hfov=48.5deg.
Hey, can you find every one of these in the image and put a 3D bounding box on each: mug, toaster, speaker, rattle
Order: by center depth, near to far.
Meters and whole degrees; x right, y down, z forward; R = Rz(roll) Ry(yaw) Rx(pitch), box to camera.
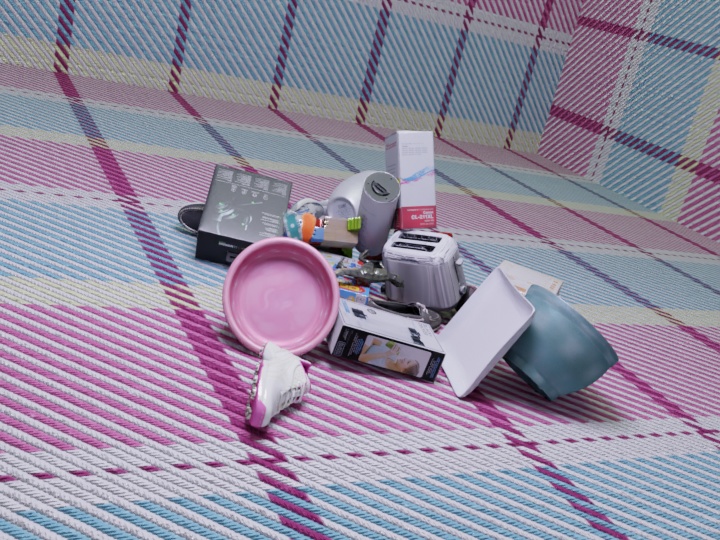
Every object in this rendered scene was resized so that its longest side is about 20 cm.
[{"bbox_3d":[-0.108,0.009,1.402,0.129,0.202,0.143,35,0,-31],"label":"rattle"},{"bbox_3d":[0.123,-0.003,1.658,0.196,0.132,0.114,9,35,30],"label":"toaster"},{"bbox_3d":[0.032,-0.118,1.713,0.079,0.201,0.083,4,57,-6],"label":"speaker"},{"bbox_3d":[-0.028,-0.168,2.068,0.196,0.151,0.175,2,18,29],"label":"mug"}]

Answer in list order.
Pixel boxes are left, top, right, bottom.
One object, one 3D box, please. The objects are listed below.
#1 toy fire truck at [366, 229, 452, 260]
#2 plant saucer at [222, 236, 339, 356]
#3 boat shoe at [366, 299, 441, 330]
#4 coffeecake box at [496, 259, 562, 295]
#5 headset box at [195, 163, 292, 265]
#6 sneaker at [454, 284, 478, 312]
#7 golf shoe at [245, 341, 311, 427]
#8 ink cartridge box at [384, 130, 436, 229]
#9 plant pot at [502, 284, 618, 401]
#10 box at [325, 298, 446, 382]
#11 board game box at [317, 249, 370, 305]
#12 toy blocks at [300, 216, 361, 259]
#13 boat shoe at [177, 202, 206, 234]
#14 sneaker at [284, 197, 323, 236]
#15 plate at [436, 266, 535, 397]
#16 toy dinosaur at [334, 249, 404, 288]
[{"bbox_3d":[0.122,-0.033,1.865,0.196,0.115,0.167,3,1,-25],"label":"toy fire truck"},{"bbox_3d":[-0.134,0.048,1.348,0.196,0.205,0.051,13,-14,-5],"label":"plant saucer"},{"bbox_3d":[0.088,0.086,1.564,0.197,0.058,0.067,0,24,-37],"label":"boat shoe"},{"bbox_3d":[0.370,0.054,1.838,0.151,0.075,0.200,21,20,17],"label":"coffeecake box"},{"bbox_3d":[-0.242,-0.102,1.667,0.170,0.094,0.203,12,51,-8],"label":"headset box"},{"bbox_3d":[0.222,0.090,1.634,0.113,0.077,0.199,-3,27,-34],"label":"sneaker"},{"bbox_3d":[-0.116,0.167,1.168,0.090,0.077,0.201,17,20,-5],"label":"golf shoe"},{"bbox_3d":[0.107,-0.192,1.726,0.081,0.205,0.146,-3,4,-9],"label":"ink cartridge box"},{"bbox_3d":[0.335,0.143,1.418,0.200,0.134,0.200,44,-3,3],"label":"plant pot"},{"bbox_3d":[0.039,0.119,1.392,0.196,0.061,0.117,18,18,-17],"label":"box"},{"bbox_3d":[-0.077,0.019,1.625,0.195,0.057,0.196,15,19,-2],"label":"board game box"},{"bbox_3d":[-0.085,-0.073,1.744,0.133,0.102,0.200,6,-13,-12],"label":"toy blocks"},{"bbox_3d":[-0.306,-0.092,1.744,0.196,0.075,0.060,22,13,-7],"label":"boat shoe"},{"bbox_3d":[-0.144,-0.115,1.944,0.084,0.078,0.199,34,33,22],"label":"sneaker"},{"bbox_3d":[0.220,0.111,1.422,0.032,0.201,0.200,35,12,-21],"label":"plate"},{"bbox_3d":[0.000,0.000,1.582,0.196,0.048,0.088,2,31,-33],"label":"toy dinosaur"}]
